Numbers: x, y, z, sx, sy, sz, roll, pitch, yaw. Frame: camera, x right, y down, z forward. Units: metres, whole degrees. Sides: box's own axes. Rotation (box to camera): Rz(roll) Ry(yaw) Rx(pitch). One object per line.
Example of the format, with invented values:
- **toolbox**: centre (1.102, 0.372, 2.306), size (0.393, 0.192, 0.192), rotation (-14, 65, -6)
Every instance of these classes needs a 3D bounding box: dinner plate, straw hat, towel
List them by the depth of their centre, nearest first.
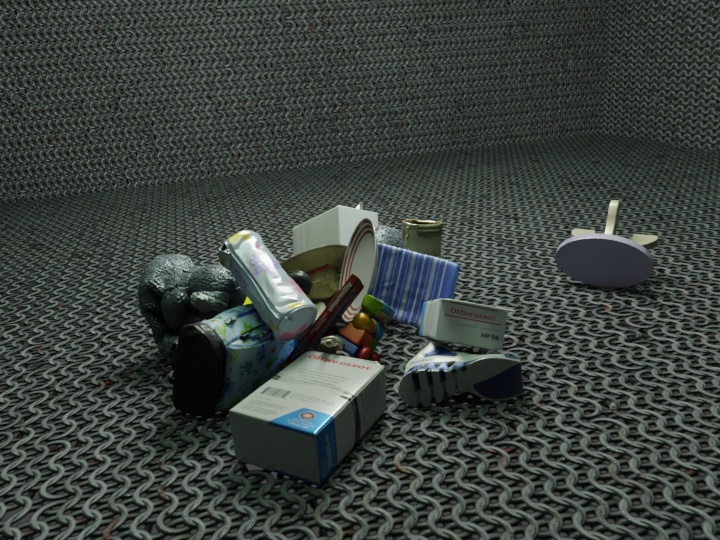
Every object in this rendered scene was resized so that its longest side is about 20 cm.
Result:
- **dinner plate**: centre (0.000, 0.000, 1.201), size (0.024, 0.201, 0.200), rotation (10, 15, -16)
- **towel**: centre (0.085, 0.033, 1.235), size (0.199, 0.146, 0.024), rotation (15, 9, 16)
- **straw hat**: centre (-0.084, 0.027, 1.321), size (0.200, 0.085, 0.201), rotation (-20, -18, -7)

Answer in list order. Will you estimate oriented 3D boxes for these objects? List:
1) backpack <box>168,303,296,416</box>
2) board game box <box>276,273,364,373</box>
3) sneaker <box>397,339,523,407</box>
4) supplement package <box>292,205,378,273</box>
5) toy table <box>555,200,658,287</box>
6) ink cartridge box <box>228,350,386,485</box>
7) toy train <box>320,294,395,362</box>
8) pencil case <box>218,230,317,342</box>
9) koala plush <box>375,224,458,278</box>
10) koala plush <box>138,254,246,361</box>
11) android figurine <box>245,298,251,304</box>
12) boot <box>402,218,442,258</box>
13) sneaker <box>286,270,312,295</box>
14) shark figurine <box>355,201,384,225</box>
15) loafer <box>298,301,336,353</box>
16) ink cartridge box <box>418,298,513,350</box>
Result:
- **backpack**: centre (-0.202, 0.137, 1.053), size (0.153, 0.164, 0.200), rotation (19, 23, 12)
- **board game box**: centre (-0.064, 0.095, 1.067), size (0.019, 0.200, 0.103), rotation (37, -4, 7)
- **sneaker**: centre (0.156, 0.153, 1.022), size (0.198, 0.081, 0.115), rotation (-5, 21, 2)
- **supplement package**: centre (-0.060, -0.064, 1.496), size (0.117, 0.118, 0.200), rotation (7, -15, -36)
- **toy table**: centre (0.547, -0.049, 1.402), size (0.199, 0.185, 0.117), rotation (18, 43, 22)
- **ink cartridge box**: centre (-0.068, 0.203, 0.918), size (0.145, 0.085, 0.200), rotation (7, 21, 29)
- **toy train**: centre (-0.002, 0.090, 1.052), size (0.084, 0.116, 0.200), rotation (29, -6, 20)
- **pencil case**: centre (-0.154, 0.023, 1.037), size (0.083, 0.091, 0.200), rotation (-42, 64, 1)
- **koala plush**: centre (0.098, 0.016, 1.327), size (0.199, 0.184, 0.177), rotation (23, 38, 14)
- **koala plush**: centre (-0.287, 0.043, 1.159), size (0.199, 0.184, 0.177), rotation (-13, 22, 36)
- **android figurine**: centre (-0.191, 0.080, 1.365), size (0.199, 0.041, 0.182), rotation (0, 20, 3)
- **boot**: centre (0.097, -0.041, 1.478), size (0.199, 0.155, 0.072), rotation (-4, 19, 0)
- **sneaker**: centre (-0.171, 0.084, 1.220), size (0.200, 0.074, 0.089), rotation (-41, 20, 15)
- **shark figurine**: centre (0.031, -0.080, 1.696), size (0.089, 0.214, 0.129), rotation (-36, 42, 23)
- **loafer**: centre (-0.088, 0.112, 1.212), size (0.068, 0.076, 0.200), rotation (-9, 10, -9)
- **ink cartridge box**: centre (0.173, 0.091, 1.071), size (0.115, 0.068, 0.200), rotation (10, -6, -3)
